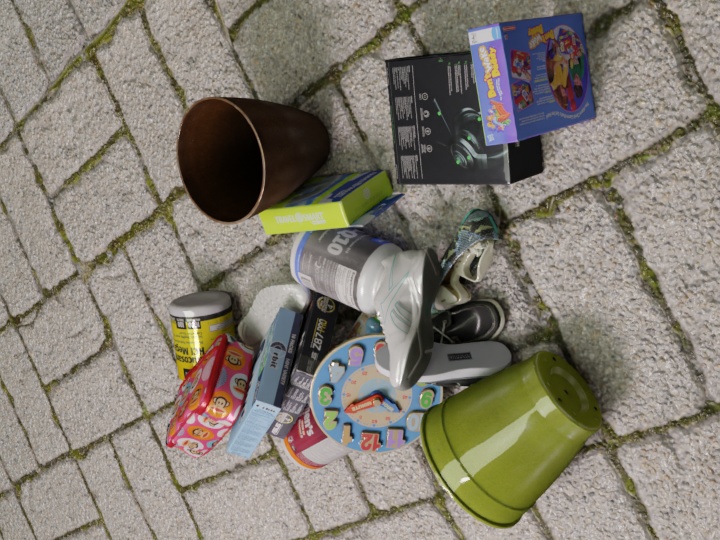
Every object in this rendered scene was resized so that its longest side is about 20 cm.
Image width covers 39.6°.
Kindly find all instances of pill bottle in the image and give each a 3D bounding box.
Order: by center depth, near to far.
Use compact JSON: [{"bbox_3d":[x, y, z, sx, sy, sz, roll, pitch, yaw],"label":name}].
[{"bbox_3d":[0.000,0.000,1.522,0.199,0.113,0.115,22,117,33],"label":"pill bottle"},{"bbox_3d":[-0.035,0.246,1.634,0.200,0.109,0.110,-35,81,41],"label":"pill bottle"},{"bbox_3d":[-0.278,0.147,1.804,0.112,0.112,0.201,5,107,39],"label":"pill bottle"}]

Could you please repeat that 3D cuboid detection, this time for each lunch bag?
[{"bbox_3d":[-0.246,0.200,1.663,0.082,0.177,0.200,26,137,-17],"label":"lunch bag"}]

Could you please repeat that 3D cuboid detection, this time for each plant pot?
[{"bbox_3d":[0.220,0.216,1.374,0.193,0.200,0.201,-44,75,27],"label":"plant pot"},{"bbox_3d":[-0.145,-0.181,1.528,0.186,0.199,0.188,13,112,36],"label":"plant pot"}]

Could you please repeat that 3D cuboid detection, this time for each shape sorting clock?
[{"bbox_3d":[0.024,0.186,1.485,0.198,0.039,0.201,-2,116,-3],"label":"shape sorting clock"}]

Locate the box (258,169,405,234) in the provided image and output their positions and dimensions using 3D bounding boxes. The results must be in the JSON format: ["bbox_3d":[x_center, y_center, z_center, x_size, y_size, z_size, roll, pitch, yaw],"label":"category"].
[{"bbox_3d":[-0.046,-0.103,1.519,0.199,0.122,0.048,-3,116,41],"label":"box"}]

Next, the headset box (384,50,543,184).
[{"bbox_3d":[0.144,-0.208,1.346,0.199,0.093,0.175,3,105,39],"label":"headset box"}]

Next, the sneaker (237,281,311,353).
[{"bbox_3d":[-0.131,0.064,1.660,0.200,0.080,0.077,-38,81,49],"label":"sneaker"}]

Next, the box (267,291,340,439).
[{"bbox_3d":[-0.095,0.154,1.604,0.049,0.162,0.200,20,139,-10],"label":"box"}]

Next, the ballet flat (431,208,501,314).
[{"bbox_3d":[0.140,0.006,1.428,0.074,0.074,0.201,41,126,23],"label":"ballet flat"}]

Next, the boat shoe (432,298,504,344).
[{"bbox_3d":[0.127,0.098,1.479,0.199,0.067,0.072,-25,86,41],"label":"boat shoe"}]

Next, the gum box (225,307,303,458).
[{"bbox_3d":[-0.153,0.181,1.592,0.044,0.171,0.200,20,144,-10],"label":"gum box"}]

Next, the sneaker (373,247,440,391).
[{"bbox_3d":[0.059,0.068,1.393,0.080,0.070,0.202,0,74,28],"label":"sneaker"}]

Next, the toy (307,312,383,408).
[{"bbox_3d":[-0.024,0.143,1.553,0.200,0.047,0.115,-54,34,6],"label":"toy"}]

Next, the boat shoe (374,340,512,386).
[{"bbox_3d":[0.118,0.141,1.436,0.057,0.198,0.069,97,171,-47],"label":"boat shoe"}]

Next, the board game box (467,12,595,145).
[{"bbox_3d":[0.212,-0.234,1.209,0.045,0.199,0.135,-2,102,41],"label":"board game box"}]
